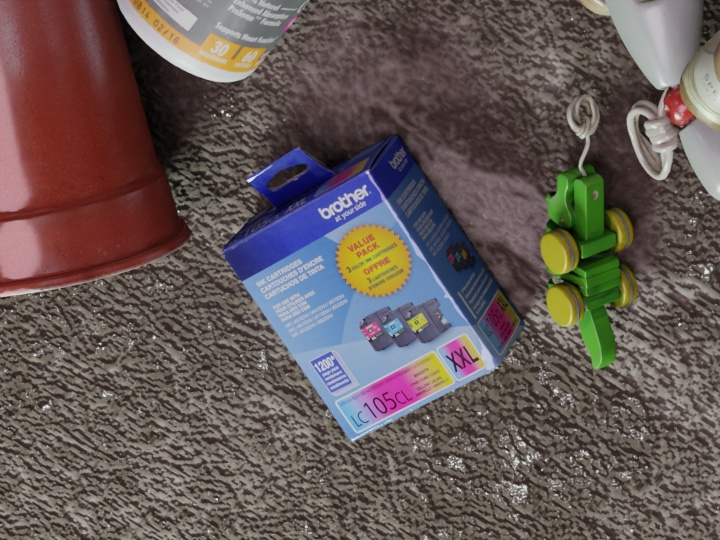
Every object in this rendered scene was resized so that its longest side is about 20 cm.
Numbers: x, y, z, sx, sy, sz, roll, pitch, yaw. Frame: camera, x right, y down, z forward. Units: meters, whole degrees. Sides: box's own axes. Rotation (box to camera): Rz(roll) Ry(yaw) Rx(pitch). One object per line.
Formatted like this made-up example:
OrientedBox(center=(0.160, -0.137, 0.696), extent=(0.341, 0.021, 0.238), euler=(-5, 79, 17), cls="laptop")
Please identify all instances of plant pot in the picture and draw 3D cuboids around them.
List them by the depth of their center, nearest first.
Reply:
OrientedBox(center=(-0.231, -0.102, 1.702), extent=(0.200, 0.201, 0.196), euler=(-4, 104, 19), cls="plant pot")

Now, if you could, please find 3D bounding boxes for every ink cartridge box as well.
OrientedBox(center=(0.000, 0.000, 1.739), extent=(0.136, 0.076, 0.200), euler=(-29, 100, 26), cls="ink cartridge box")

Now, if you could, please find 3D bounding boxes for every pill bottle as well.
OrientedBox(center=(-0.066, -0.230, 1.633), extent=(0.116, 0.116, 0.200), euler=(39, 119, -2), cls="pill bottle")

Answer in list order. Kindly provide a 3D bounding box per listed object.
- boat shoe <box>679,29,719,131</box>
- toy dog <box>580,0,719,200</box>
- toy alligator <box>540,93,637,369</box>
OrientedBox(center=(0.272, -0.167, 1.514), extent=(0.074, 0.200, 0.066), euler=(37, 156, -2), cls="boat shoe")
OrientedBox(center=(0.217, -0.153, 1.594), extent=(0.096, 0.132, 0.200), euler=(-28, 111, -13), cls="toy dog")
OrientedBox(center=(0.147, -0.030, 1.693), extent=(0.054, 0.059, 0.200), euler=(24, 128, 53), cls="toy alligator")
